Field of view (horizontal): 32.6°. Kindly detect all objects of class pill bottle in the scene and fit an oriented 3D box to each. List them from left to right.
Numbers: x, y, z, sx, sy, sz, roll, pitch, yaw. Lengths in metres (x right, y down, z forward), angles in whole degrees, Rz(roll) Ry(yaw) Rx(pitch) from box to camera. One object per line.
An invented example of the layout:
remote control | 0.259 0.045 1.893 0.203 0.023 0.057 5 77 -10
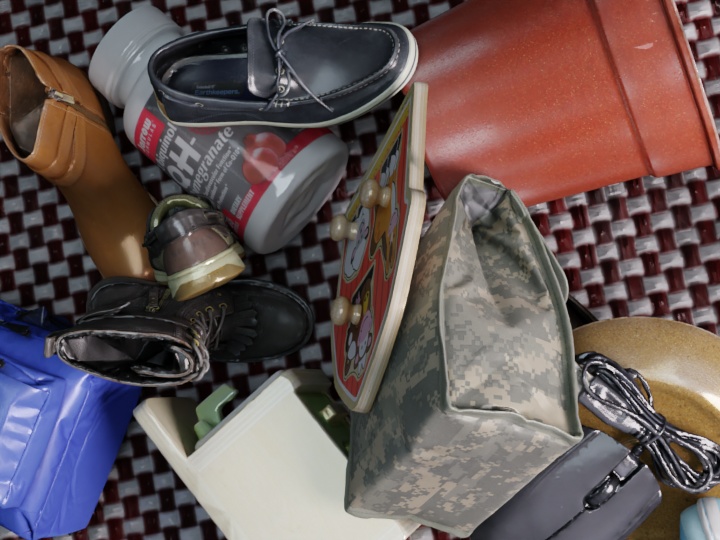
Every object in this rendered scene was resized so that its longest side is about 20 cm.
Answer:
pill bottle | -0.115 -0.116 0.968 0.200 0.111 0.111 40 92 11

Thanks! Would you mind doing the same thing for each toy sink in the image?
toy sink | -0.053 0.144 0.925 0.112 0.130 0.200 -41 79 3

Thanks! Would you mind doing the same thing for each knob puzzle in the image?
knob puzzle | 0.000 0.000 0.839 0.030 0.220 0.222 12 86 -12

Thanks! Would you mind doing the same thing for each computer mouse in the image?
computer mouse | 0.143 0.158 0.858 0.138 0.053 0.200 38 124 -8

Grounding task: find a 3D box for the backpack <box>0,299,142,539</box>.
backpack | -0.296 0.095 0.952 0.198 0.168 0.164 22 84 17

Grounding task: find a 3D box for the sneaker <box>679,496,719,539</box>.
sneaker | 0.214 0.256 0.868 0.129 0.080 0.202 -9 110 12

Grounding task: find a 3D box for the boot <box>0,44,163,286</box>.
boot | -0.222 -0.073 0.958 0.073 0.155 0.202 -25 81 6

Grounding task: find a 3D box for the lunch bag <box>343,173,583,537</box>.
lunch bag | 0.064 0.055 0.843 0.116 0.164 0.202 14 51 -19

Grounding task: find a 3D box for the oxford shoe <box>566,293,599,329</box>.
oxford shoe | 0.178 0.086 0.915 0.200 0.084 0.073 44 90 8

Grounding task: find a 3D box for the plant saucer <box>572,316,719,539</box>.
plant saucer | 0.201 0.127 0.875 0.198 0.036 0.202 8 123 13

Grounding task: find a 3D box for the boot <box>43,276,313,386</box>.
boot | -0.125 0.052 0.905 0.198 0.174 0.070 3 99 -9

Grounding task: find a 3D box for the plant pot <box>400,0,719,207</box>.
plant pot | 0.139 -0.137 0.897 0.193 0.201 0.203 -19 82 15

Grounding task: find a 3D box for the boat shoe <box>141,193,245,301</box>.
boat shoe | -0.125 -0.026 0.907 0.073 0.200 0.065 -22 101 -12

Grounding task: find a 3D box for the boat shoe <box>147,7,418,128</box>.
boat shoe | -0.058 -0.141 0.864 0.198 0.062 0.075 -4 71 14
